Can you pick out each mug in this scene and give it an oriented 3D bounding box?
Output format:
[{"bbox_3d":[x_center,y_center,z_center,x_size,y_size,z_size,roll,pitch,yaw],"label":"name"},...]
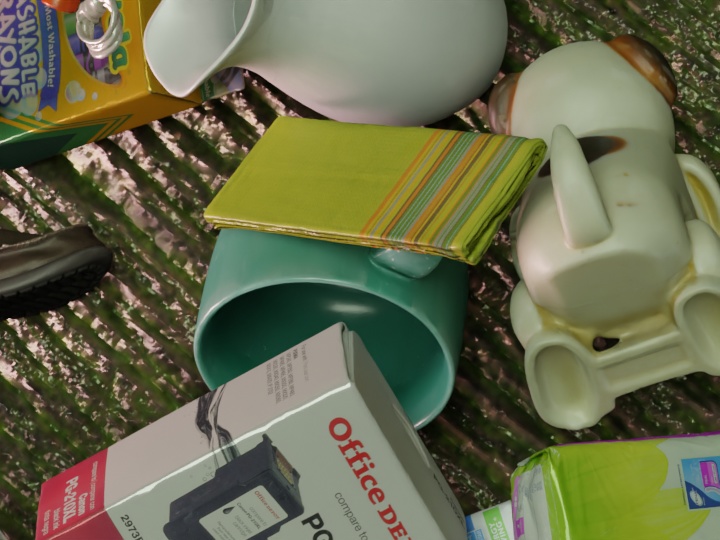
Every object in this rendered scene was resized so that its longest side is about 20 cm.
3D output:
[{"bbox_3d":[0.001,0.008,1.538,0.184,0.152,0.115,-14,44,26],"label":"mug"}]

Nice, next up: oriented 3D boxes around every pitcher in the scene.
[{"bbox_3d":[-0.006,-0.169,1.540,0.121,0.199,0.172,48,123,45],"label":"pitcher"}]

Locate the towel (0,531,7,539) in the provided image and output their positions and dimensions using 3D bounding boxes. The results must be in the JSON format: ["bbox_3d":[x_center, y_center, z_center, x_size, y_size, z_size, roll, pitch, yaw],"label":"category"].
[{"bbox_3d":[-0.249,0.243,1.510,0.200,0.048,0.171,-46,61,-4],"label":"towel"}]

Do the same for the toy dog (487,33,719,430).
[{"bbox_3d":[0.130,-0.041,1.513,0.139,0.194,0.201,-26,41,21],"label":"toy dog"}]

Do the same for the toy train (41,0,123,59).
[{"bbox_3d":[-0.199,-0.147,1.587,0.199,0.055,0.151,-23,71,38],"label":"toy train"}]

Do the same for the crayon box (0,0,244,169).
[{"bbox_3d":[-0.166,-0.148,1.625,0.199,0.051,0.127,-16,75,36],"label":"crayon box"}]

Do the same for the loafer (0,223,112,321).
[{"bbox_3d":[-0.251,-0.004,1.648,0.199,0.073,0.071,-12,78,11],"label":"loafer"}]

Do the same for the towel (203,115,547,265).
[{"bbox_3d":[0.006,-0.046,1.455,0.199,0.018,0.086,8,50,43],"label":"towel"}]

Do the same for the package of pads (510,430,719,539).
[{"bbox_3d":[0.167,0.192,1.482,0.154,0.068,0.201,-3,77,-18],"label":"package of pads"}]

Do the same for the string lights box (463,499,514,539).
[{"bbox_3d":[0.017,0.216,1.550,0.199,0.059,0.103,-22,77,9],"label":"string lights box"}]

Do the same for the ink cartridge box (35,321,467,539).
[{"bbox_3d":[-0.057,0.144,1.475,0.199,0.084,0.145,-28,110,8],"label":"ink cartridge box"}]
